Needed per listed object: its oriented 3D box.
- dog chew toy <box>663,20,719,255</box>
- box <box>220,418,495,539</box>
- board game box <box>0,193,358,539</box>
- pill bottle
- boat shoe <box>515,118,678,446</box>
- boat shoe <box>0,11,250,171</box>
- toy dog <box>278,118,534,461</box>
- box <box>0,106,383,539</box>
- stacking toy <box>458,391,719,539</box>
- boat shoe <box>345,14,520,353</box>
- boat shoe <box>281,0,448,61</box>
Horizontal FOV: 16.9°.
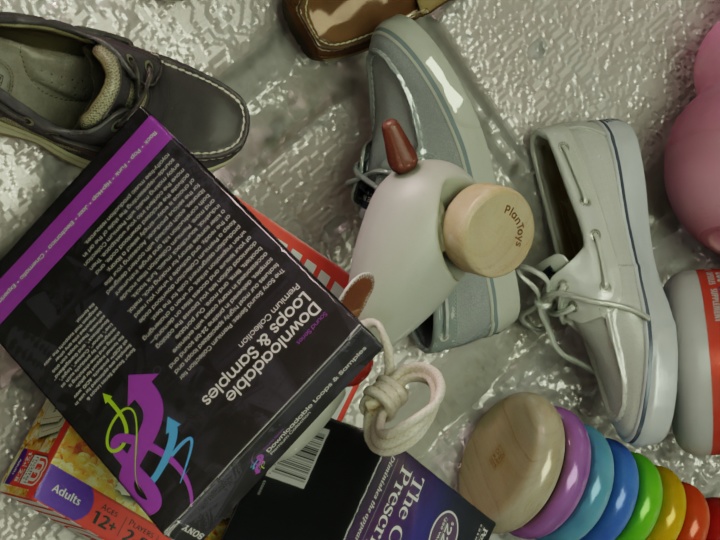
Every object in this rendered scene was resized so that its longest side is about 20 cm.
[{"bbox_3d":[0.256,-0.107,1.485,0.125,0.125,0.200,21,70,-24],"label":"dog chew toy"},{"bbox_3d":[-0.022,0.195,1.318,0.141,0.079,0.200,43,68,-55],"label":"box"},{"bbox_3d":[-0.086,0.068,1.333,0.151,0.046,0.200,34,74,-29],"label":"board game box"},{"bbox_3d":[0.283,0.048,1.450,0.200,0.112,0.112,-5,90,3],"label":"pill bottle"},{"bbox_3d":[0.129,0.006,1.429,0.086,0.075,0.202,-2,76,-19],"label":"boat shoe"},{"bbox_3d":[-0.145,-0.095,1.309,0.200,0.065,0.072,16,80,-26],"label":"boat shoe"},{"bbox_3d":[0.000,0.000,1.275,0.096,0.132,0.200,51,51,-27],"label":"toy dog"},{"bbox_3d":[-0.099,0.027,1.243,0.143,0.200,0.036,-47,145,2],"label":"box"},{"bbox_3d":[0.160,0.142,1.446,0.200,0.085,0.085,23,78,-28],"label":"stacking toy"},{"bbox_3d":[0.033,-0.043,1.382,0.072,0.070,0.201,-27,113,-22],"label":"boat shoe"},{"bbox_3d":[0.044,-0.192,1.403,0.200,0.074,0.076,-37,103,-23],"label":"boat shoe"}]
